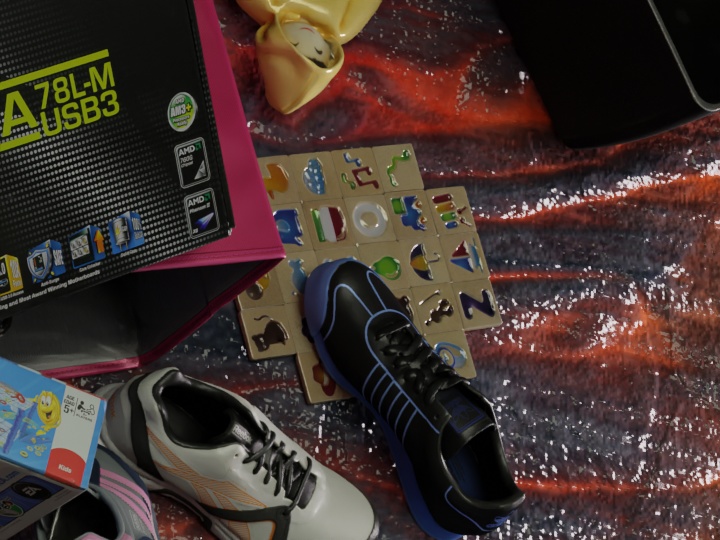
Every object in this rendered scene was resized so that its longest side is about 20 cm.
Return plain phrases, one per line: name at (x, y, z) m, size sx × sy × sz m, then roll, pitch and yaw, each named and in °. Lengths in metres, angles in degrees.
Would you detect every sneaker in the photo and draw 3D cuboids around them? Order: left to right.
sneaker at (-0.156, 0.133, 1.567) m, size 0.070 × 0.200 × 0.082 m, roll -33°, pitch 121°, yaw -5°
sneaker at (-0.069, 0.122, 1.690) m, size 0.200 × 0.080 × 0.074 m, roll 28°, pitch 57°, yaw -22°
sneaker at (0.039, 0.075, 1.770) m, size 0.070 × 0.078 × 0.200 m, roll -31°, pitch 93°, yaw -36°

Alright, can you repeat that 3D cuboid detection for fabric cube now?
fabric cube at (-0.192, -0.056, 1.612) m, size 0.196 × 0.200 × 0.199 m, roll -7°, pitch 73°, yaw -33°

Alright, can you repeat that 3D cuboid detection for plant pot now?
plant pot at (0.208, -0.190, 1.931) m, size 0.199 × 0.177 × 0.200 m, roll -21°, pitch 83°, yaw -37°

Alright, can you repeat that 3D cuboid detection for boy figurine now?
boy figurine at (-0.038, -0.198, 1.851) m, size 0.124 × 0.064 × 0.200 m, roll 27°, pitch 55°, yaw -24°

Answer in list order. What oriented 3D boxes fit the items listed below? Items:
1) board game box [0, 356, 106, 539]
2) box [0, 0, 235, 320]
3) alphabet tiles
board game box at (-0.268, 0.087, 1.503) m, size 0.196 × 0.200 × 0.056 m, roll 24°, pitch 60°, yaw -23°
box at (-0.168, -0.084, 1.439) m, size 0.200 × 0.048 × 0.193 m, roll -20°, pitch 111°, yaw -36°
alphabet tiles at (0.000, 0.000, 1.828) m, size 0.200 × 0.006 × 0.166 m, roll -7°, pitch 76°, yaw -34°
